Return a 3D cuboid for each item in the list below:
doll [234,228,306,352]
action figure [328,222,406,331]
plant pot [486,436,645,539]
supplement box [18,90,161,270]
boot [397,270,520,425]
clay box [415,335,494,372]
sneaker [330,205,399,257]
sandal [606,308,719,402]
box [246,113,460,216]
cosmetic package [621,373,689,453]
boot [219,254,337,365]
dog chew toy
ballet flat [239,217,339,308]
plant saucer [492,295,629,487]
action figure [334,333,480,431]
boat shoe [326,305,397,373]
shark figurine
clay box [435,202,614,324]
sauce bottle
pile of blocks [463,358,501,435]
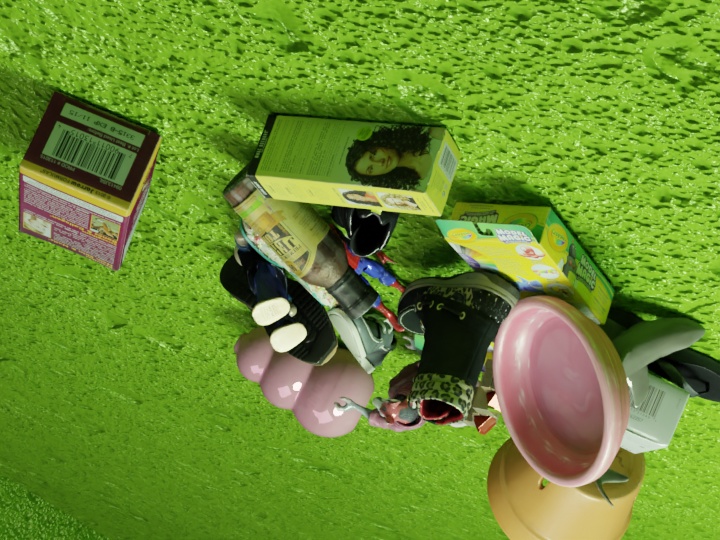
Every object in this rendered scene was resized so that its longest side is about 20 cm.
[{"bbox_3d":[-0.112,0.009,1.638,0.137,0.048,0.200,59,-178,-29],"label":"doll"},{"bbox_3d":[0.000,0.000,1.621,0.200,0.066,0.052,38,179,-39],"label":"action figure"},{"bbox_3d":[0.282,0.268,1.861,0.199,0.201,0.140,21,141,-4],"label":"plant pot"},{"bbox_3d":[-0.308,-0.097,1.601,0.130,0.104,0.200,22,157,-6],"label":"supplement box"},{"bbox_3d":[0.079,0.086,1.522,0.073,0.154,0.203,31,158,-21],"label":"boot"},{"bbox_3d":[0.164,0.086,1.680,0.199,0.048,0.115,18,160,8],"label":"clay box"},{"bbox_3d":[0.000,-0.051,1.476,0.071,0.083,0.200,21,158,-1],"label":"sneaker"},{"bbox_3d":[0.338,0.107,1.607,0.199,0.043,0.076,28,157,-19],"label":"sandal"},{"bbox_3d":[-0.008,-0.103,1.376,0.199,0.076,0.050,6,156,28],"label":"box"},{"bbox_3d":[0.307,0.160,1.651,0.101,0.074,0.200,25,171,6],"label":"cosmetic package"},{"bbox_3d":[-0.074,0.063,1.771,0.200,0.077,0.138,45,180,35],"label":"boot"},{"bbox_3d":[-0.083,0.145,1.958,0.199,0.125,0.125,28,158,1],"label":"dog chew toy"},{"bbox_3d":[-0.062,-0.025,1.633,0.064,0.076,0.200,-26,143,18],"label":"ballet flat"},{"bbox_3d":[0.213,0.122,1.479,0.051,0.202,0.200,-12,173,-29],"label":"plant saucer"},{"bbox_3d":[0.069,0.169,1.782,0.149,0.134,0.200,48,-158,3],"label":"action figure"},{"bbox_3d":[0.007,0.073,1.760,0.073,0.062,0.200,52,175,19],"label":"boat shoe"},{"bbox_3d":[0.267,0.129,1.507,0.128,0.215,0.090,27,179,4],"label":"shark figurine"},{"bbox_3d":[0.171,-0.013,1.464,0.114,0.048,0.200,5,153,36],"label":"clay box"},{"bbox_3d":[-0.060,-0.031,1.519,0.200,0.065,0.065,46,152,-10],"label":"sauce bottle"},{"bbox_3d":[0.169,0.165,1.699,0.082,0.062,0.200,19,163,1],"label":"pile of blocks"}]
